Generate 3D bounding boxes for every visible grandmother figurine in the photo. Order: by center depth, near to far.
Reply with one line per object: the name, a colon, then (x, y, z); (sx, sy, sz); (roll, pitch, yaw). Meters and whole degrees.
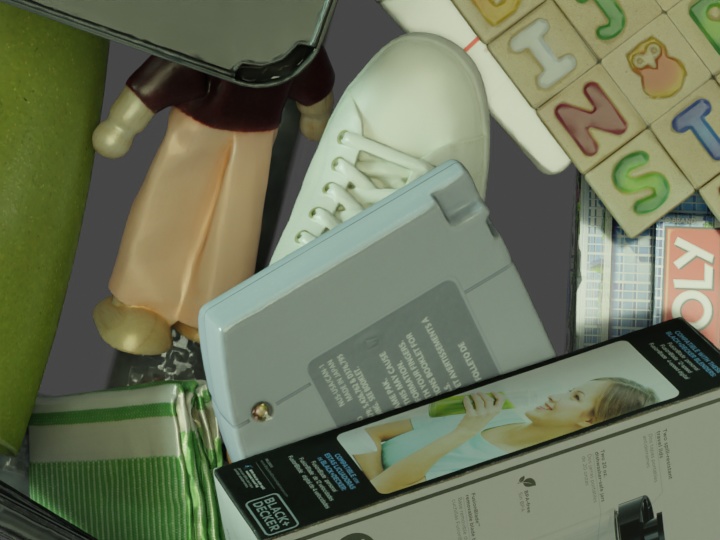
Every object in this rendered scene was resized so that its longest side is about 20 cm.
grandmother figurine: (-0.053, -0.065, 1.159); (0.061, 0.121, 0.200); (30, 116, 31)

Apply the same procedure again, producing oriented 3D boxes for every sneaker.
sneaker: (0.000, 0.000, 1.121); (0.073, 0.085, 0.200); (20, 93, 6)

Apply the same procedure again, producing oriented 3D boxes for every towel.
towel: (-0.091, 0.147, 1.163); (0.023, 0.153, 0.200); (-9, 90, -34)

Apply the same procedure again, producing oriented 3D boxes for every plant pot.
plant pot: (-0.183, -0.052, 1.149); (0.187, 0.187, 0.200); (24, 80, 1)

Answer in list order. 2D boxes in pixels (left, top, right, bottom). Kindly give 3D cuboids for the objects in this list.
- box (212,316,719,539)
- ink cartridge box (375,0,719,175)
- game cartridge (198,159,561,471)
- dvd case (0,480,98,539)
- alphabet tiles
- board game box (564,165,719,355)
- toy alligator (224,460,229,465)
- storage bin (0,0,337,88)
box: (0.054, 0.106, 1.070); (0.200, 0.060, 0.117); (-18, 119, -14)
ink cartridge box: (0.052, -0.147, 1.177); (0.116, 0.067, 0.200); (-42, 90, 3)
game cartridge: (0.020, 0.068, 1.093); (0.133, 0.040, 0.200); (-32, 121, -10)
dvd case: (-0.170, 0.076, 1.096); (0.200, 0.149, 0.016); (25, 82, 36)
alphabet tiles: (0.137, -0.116, 1.139); (0.166, 0.006, 0.200); (-37, 91, 3)
board game box: (0.138, 0.050, 1.186); (0.200, 0.062, 0.200); (1, 93, 1)
toy alligator: (-0.042, 0.109, 1.198); (0.059, 0.054, 0.200); (19, 93, 5)
storage bin: (-0.095, -0.163, 1.049); (0.200, 0.094, 0.135); (19, 99, -6)
